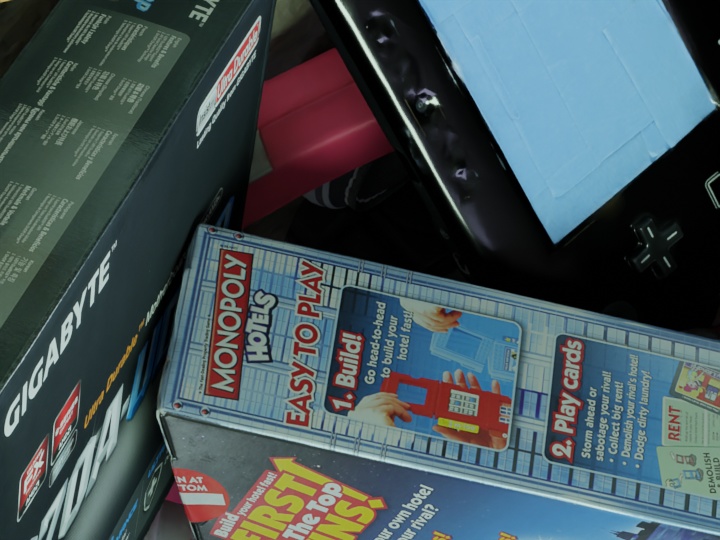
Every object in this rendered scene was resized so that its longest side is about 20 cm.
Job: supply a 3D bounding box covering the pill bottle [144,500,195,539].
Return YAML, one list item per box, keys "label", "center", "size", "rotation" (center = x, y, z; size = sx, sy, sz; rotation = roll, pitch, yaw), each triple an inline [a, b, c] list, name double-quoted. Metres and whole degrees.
- label: "pill bottle"
  center: [-0.011, 0.117, 0.982]
  size: [0.199, 0.111, 0.111]
  rotation: [16, 134, -13]

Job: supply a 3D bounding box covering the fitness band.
- label: "fitness band"
  center: [0.000, 0.000, 0.886]
  size: [0.199, 0.038, 0.144]
  rotation: [-26, 137, 7]

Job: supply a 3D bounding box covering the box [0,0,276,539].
- label: "box"
  center: [-0.079, 0.029, 0.726]
  size: [0.200, 0.046, 0.160]
  rotation: [-63, 167, -51]

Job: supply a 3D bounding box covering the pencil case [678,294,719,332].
- label: "pencil case"
  center: [0.169, 0.014, 1.071]
  size: [0.199, 0.083, 0.086]
  rotation: [5, 149, -45]

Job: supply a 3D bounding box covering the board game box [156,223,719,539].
- label: "board game box"
  center: [0.023, 0.071, 0.781]
  size: [0.200, 0.199, 0.062]
  rotation: [-50, -157, 48]

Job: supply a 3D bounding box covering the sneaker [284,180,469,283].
- label: "sneaker"
  center: [0.057, -0.029, 0.986]
  size: [0.200, 0.075, 0.079]
  rotation: [-36, 161, -16]

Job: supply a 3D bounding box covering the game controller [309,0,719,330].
- label: "game controller"
  center: [0.044, -0.070, 0.772]
  size: [0.104, 0.042, 0.201]
  rotation: [-35, 115, -10]

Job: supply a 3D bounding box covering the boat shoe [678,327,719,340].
- label: "boat shoe"
  center: [0.049, 0.078, 0.915]
  size: [0.200, 0.071, 0.070]
  rotation: [-31, 172, -34]

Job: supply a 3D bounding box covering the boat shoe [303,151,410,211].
- label: "boat shoe"
  center: [0.064, -0.081, 0.907]
  size: [0.200, 0.066, 0.070]
  rotation: [-42, 160, -1]
